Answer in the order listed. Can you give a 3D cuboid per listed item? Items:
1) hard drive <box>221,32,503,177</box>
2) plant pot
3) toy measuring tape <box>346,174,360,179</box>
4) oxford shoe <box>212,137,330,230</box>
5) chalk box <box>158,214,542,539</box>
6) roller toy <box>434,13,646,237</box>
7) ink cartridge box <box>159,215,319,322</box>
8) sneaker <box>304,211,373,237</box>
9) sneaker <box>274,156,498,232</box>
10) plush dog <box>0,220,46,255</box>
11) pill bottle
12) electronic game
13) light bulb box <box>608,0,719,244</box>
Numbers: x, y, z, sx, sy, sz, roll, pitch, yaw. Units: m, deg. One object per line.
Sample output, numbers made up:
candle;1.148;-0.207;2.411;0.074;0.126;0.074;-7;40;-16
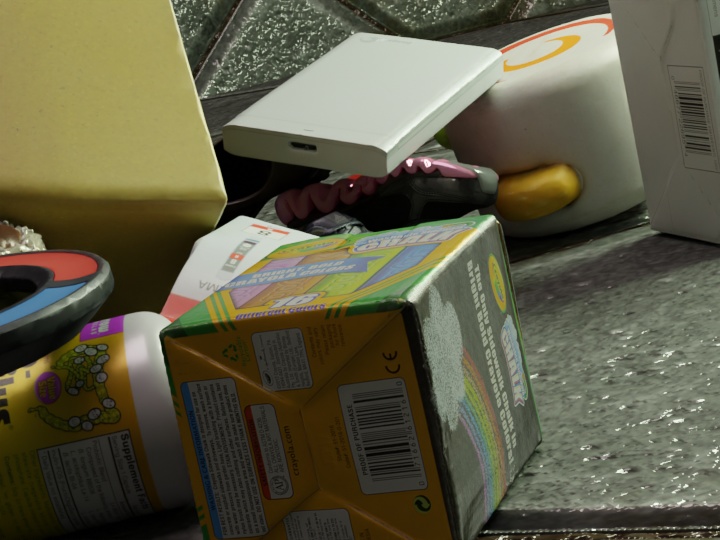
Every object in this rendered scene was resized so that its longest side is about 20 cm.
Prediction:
hard drive;0.006;-0.125;1.290;0.131;0.026;0.200;11;31;26
plant pot;-0.230;-0.070;1.152;0.199;0.195;0.196;-2;-30;-29
toy measuring tape;-0.031;-0.035;1.397;0.199;0.074;0.074;-11;10;-20
oxford shoe;-0.111;-0.067;1.354;0.084;0.073;0.200;-13;-14;-46
chalk box;0.007;0.051;0.844;0.123;0.125;0.200;-8;11;20
roller toy;0.167;-0.111;1.402;0.182;0.140;0.200;-25;15;-6
ink cartridge box;-0.034;0.021;1.042;0.162;0.050;0.200;15;12;11
sneaker;0.000;0.000;1.196;0.199;0.081;0.074;-7;13;26
sneaker;0.021;-0.025;1.272;0.200;0.096;0.079;-14;-16;43
plush dog;-0.260;0.067;1.087;0.199;0.161;0.172;-13;-8;11
pill bottle;-0.146;0.081;0.907;0.199;0.105;0.104;-13;11;-2
electronic game;-0.223;0.026;0.888;0.199;0.042;0.200;-12;14;3
light bulb box;0.303;-0.141;1.254;0.199;0.199;0.125;-18;14;-18
